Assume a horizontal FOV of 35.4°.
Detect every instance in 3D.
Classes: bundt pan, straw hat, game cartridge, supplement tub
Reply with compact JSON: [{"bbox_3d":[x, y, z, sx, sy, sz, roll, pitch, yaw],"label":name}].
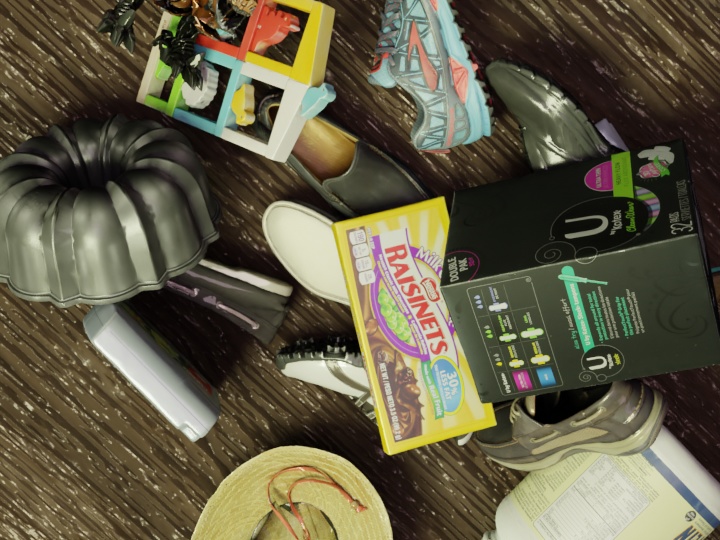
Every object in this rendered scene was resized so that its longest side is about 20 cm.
[{"bbox_3d":[-0.215,-0.062,0.924,0.198,0.203,0.077,-4,126,0],"label":"bundt pan"},{"bbox_3d":[-0.061,0.254,1.030,0.197,0.085,0.205,0,93,-4],"label":"straw hat"},{"bbox_3d":[-0.175,0.076,0.948,0.133,0.200,0.041,42,84,-7],"label":"game cartridge"},{"bbox_3d":[0.211,0.222,0.999,0.145,0.145,0.200,44,95,-6],"label":"supplement tub"}]

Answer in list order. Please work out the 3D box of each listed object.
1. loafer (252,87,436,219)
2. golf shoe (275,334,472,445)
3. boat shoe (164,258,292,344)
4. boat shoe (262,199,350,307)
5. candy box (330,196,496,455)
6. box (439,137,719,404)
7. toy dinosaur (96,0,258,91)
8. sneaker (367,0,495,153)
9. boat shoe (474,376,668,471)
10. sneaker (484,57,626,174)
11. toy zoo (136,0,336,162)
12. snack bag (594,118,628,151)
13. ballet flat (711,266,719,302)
[{"bbox_3d":[-0.012,-0.086,0.991,0.198,0.072,0.073,32,96,-5],"label":"loafer"},{"bbox_3d":[0.018,0.111,1.016,0.196,0.078,0.096,7,98,-1],"label":"golf shoe"},{"bbox_3d":[-0.158,0.010,0.998,0.197,0.067,0.058,19,91,-7],"label":"boat shoe"},{"bbox_3d":[0.000,0.000,1.019,0.198,0.057,0.067,33,108,0],"label":"boat shoe"},{"bbox_3d":[0.046,0.046,0.969,0.100,0.026,0.204,-14,90,-10],"label":"candy box"},{"bbox_3d":[0.178,0.001,0.908,0.197,0.149,0.126,-12,121,19],"label":"box"},{"bbox_3d":[-0.137,-0.232,0.921,0.101,0.200,0.137,31,104,-20],"label":"toy dinosaur"},{"bbox_3d":[0.044,-0.196,0.975,0.094,0.079,0.203,-23,97,4],"label":"sneaker"},{"bbox_3d":[0.166,0.117,0.962,0.073,0.199,0.075,42,52,-22],"label":"boat shoe"},{"bbox_3d":[0.172,-0.099,0.976,0.200,0.076,0.091,45,105,0],"label":"sneaker"},{"bbox_3d":[-0.098,-0.175,0.950,0.198,0.020,0.133,24,99,32],"label":"toy zoo"},{"bbox_3d":[0.200,-0.003,1.031,0.199,0.021,0.190,-37,96,5],"label":"snack bag"},{"bbox_3d":[0.236,0.056,0.988,0.196,0.068,0.074,-15,72,4],"label":"ballet flat"}]
